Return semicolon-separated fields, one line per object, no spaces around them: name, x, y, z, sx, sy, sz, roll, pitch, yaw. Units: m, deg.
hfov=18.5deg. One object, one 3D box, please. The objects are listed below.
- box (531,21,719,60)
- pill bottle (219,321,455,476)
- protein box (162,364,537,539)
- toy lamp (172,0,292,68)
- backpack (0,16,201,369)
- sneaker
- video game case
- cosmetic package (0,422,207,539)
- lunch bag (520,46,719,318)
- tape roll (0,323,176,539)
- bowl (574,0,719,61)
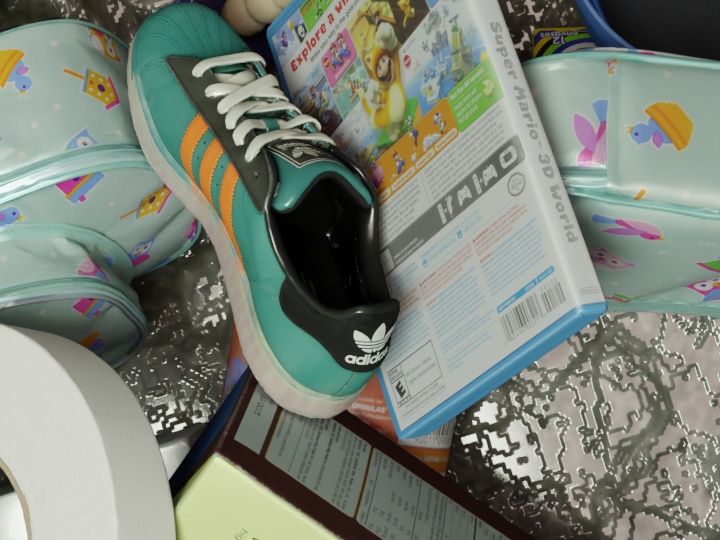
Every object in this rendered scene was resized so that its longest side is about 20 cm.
box;0.181;-0.073;1.045;0.199;0.070;0.065;-2;52;4
pill bottle;0.000;0.000;1.047;0.112;0.112;0.201;9;89;4
protein box;-0.023;0.185;0.949;0.200;0.135;0.199;34;106;-4
toy lamp;-0.027;-0.133;1.030;0.200;0.058;0.059;-20;87;46
backpack;-0.172;-0.020;1.021;0.199;0.176;0.154;-32;69;2
sneaker;-0.035;-0.042;0.942;0.071;0.080;0.201;-13;67;-35
video game case;0.026;-0.047;0.927;0.018;0.143;0.201;-7;70;-34
cosmetic package;-0.154;0.157;1.072;0.199;0.081;0.113;-20;90;3
lunch bag;0.149;-0.027;0.967;0.199;0.160;0.078;7;69;-5
tape roll;-0.158;0.120;0.899;0.202;0.037;0.204;-10;74;38
bowl;0.192;-0.147;1.026;0.199;0.039;0.201;-2;56;3
